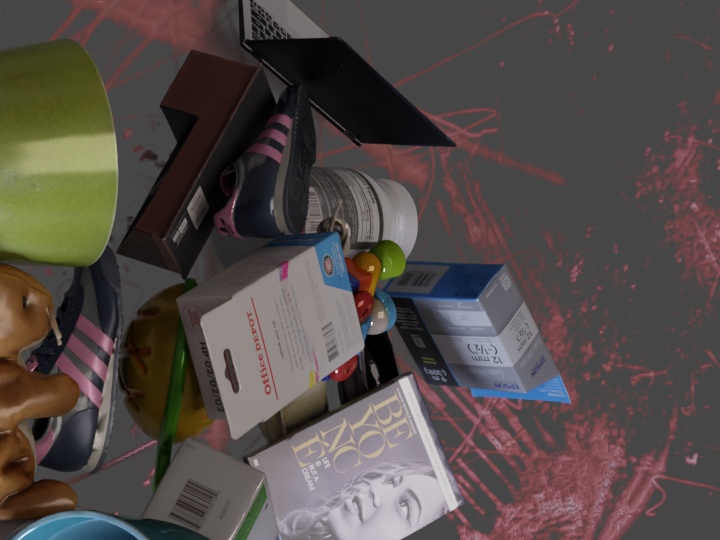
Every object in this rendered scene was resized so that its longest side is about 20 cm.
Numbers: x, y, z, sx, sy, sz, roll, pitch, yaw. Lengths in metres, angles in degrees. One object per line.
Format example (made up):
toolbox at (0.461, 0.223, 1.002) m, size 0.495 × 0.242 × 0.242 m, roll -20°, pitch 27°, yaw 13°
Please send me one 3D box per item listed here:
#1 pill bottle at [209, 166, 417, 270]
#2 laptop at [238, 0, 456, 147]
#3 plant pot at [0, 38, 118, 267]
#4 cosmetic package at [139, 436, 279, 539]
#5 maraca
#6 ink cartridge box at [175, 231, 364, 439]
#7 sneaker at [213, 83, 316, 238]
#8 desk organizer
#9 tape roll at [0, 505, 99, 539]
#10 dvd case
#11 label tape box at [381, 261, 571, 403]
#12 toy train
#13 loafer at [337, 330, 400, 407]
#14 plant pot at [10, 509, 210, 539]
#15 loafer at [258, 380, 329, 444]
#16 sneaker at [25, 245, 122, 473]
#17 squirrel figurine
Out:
pill bottle at (-0.042, -0.045, 1.548) m, size 0.199 × 0.116 × 0.116 m, roll -1°, pitch 92°, yaw -47°
laptop at (-0.016, -0.213, 1.511) m, size 0.187 × 0.116 × 0.201 m, roll 38°, pitch 34°, yaw -41°
plant pot at (-0.320, -0.085, 1.228) m, size 0.199 × 0.187 × 0.188 m, roll -7°, pitch 97°, yaw -31°
cosmetic package at (-0.137, 0.238, 1.407) m, size 0.108 × 0.085 × 0.200 m, roll -62°, pitch 168°, yaw -20°
maraca at (-0.168, 0.104, 1.407) m, size 0.106 × 0.137 × 0.201 m, roll 10°, pitch 110°, yaw -5°
ink cartridge box at (-0.087, 0.054, 1.346) m, size 0.200 × 0.068 × 0.116 m, roll -33°, pitch 115°, yaw -50°
sneaker at (-0.088, -0.103, 1.426) m, size 0.200 × 0.082 × 0.070 m, roll -82°, pitch 159°, yaw -52°
desk organizer at (-0.158, -0.101, 1.436) m, size 0.201 × 0.077 × 0.072 m, roll -64°, pitch 158°, yaw -24°
tape roll at (-0.288, 0.282, 1.277) m, size 0.202 × 0.139 × 0.204 m, roll -7°, pitch 100°, yaw -47°
dvd case at (-0.003, 0.209, 1.554) m, size 0.199 × 0.016 × 0.149 m, roll -25°, pitch 98°, yaw -25°
label tape box at (0.127, 0.085, 1.711) m, size 0.066 × 0.143 × 0.200 m, roll -48°, pitch 124°, yaw -34°
toy train at (0.000, 0.000, 1.472) m, size 0.116 × 0.085 × 0.201 m, roll -28°, pitch 144°, yaw -44°
loafer at (0.015, 0.111, 1.605) m, size 0.072 × 0.063 × 0.201 m, roll -5°, pitch 73°, yaw -54°
plant pot at (-0.157, 0.280, 1.187) m, size 0.188 × 0.199 × 0.201 m, roll 12°, pitch 82°, yaw -62°
loafer at (-0.065, 0.104, 1.562) m, size 0.076 × 0.068 × 0.201 m, roll -25°, pitch 109°, yaw -42°
sneaker at (-0.255, 0.072, 1.353) m, size 0.082 × 0.070 × 0.201 m, roll 8°, pitch 78°, yaw -27°
squirrel figurine at (-0.319, 0.087, 1.212) m, size 0.199 × 0.141 × 0.188 m, roll 1°, pitch 98°, yaw -24°
